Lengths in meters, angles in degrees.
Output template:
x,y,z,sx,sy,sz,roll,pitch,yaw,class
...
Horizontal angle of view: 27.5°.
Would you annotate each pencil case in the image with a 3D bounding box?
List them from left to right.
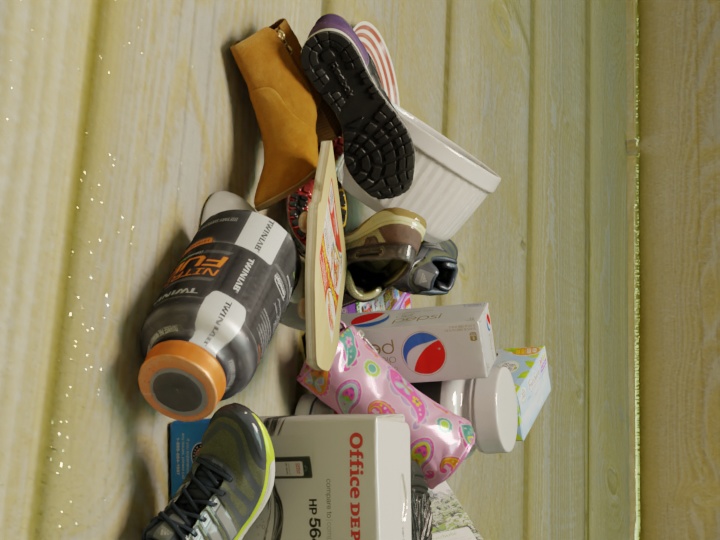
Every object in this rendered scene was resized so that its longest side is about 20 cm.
x,y,z,sx,sy,sz,roll,pitch,yaw,class
0.028,0.141,1.558,0.200,0.088,0.087,40,29,-2,pencil case

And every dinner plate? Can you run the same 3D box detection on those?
x,y,z,sx,sy,sz,roll,pitch,yaw,class
0.008,-0.206,1.821,0.200,0.024,0.202,-5,90,-71,dinner plate

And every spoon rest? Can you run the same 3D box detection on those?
x,y,z,sx,sy,sz,roll,pitch,yaw,class
-0.100,0.001,1.459,0.200,0.060,0.100,47,41,-41,spoon rest

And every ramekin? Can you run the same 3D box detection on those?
x,y,z,sx,sy,sz,roll,pitch,yaw,class
0.050,-0.117,1.674,0.105,0.200,0.200,-56,161,8,ramekin

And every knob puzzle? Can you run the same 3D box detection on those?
x,y,z,sx,sy,sz,roll,pitch,yaw,class
-0.044,0.008,1.412,0.220,0.030,0.222,1,90,-83,knob puzzle

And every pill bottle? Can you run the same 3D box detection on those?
x,y,z,sx,sy,sz,roll,pitch,yaw,class
-0.127,0.042,1.285,0.200,0.105,0.107,-67,147,-52,pill bottle
0.072,0.159,1.672,0.114,0.198,0.115,-4,90,-70,pill bottle

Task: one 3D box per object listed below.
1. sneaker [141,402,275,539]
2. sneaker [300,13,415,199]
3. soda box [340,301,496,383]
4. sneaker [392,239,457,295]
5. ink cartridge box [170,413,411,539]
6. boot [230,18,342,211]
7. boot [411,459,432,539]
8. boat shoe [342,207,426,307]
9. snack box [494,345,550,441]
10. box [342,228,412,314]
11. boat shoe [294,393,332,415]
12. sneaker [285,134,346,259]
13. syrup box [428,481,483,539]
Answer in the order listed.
x,y,z,sx,sy,sz,roll,pitch,yaw,class
-0.133,0.205,1.218,0.081,0.074,0.201,6,105,-62,sneaker
0.007,-0.174,1.521,0.088,0.075,0.201,-80,149,-60,sneaker
0.045,0.083,1.612,0.064,0.198,0.069,-48,131,-65,soda box
0.080,-0.001,1.742,0.200,0.080,0.074,-18,127,-66,sneaker
-0.061,0.201,1.299,0.084,0.198,0.147,16,71,-69,ink cartridge box
-0.091,-0.161,1.471,0.144,0.070,0.201,57,34,-19,boot
-0.016,0.288,1.465,0.079,0.157,0.213,-2,94,-67,boot
0.001,0.000,1.570,0.071,0.201,0.066,27,55,-19,boat shoe
0.120,0.153,1.806,0.169,0.198,0.068,-43,127,-66,snack box
0.011,0.021,1.763,0.200,0.039,0.138,-34,117,-67,box
-0.025,0.230,1.581,0.072,0.065,0.202,-14,98,-64,boat shoe
-0.054,-0.102,1.587,0.082,0.077,0.201,104,-10,-62,sneaker
0.069,0.288,1.564,0.200,0.078,0.082,-126,-144,-48,syrup box
